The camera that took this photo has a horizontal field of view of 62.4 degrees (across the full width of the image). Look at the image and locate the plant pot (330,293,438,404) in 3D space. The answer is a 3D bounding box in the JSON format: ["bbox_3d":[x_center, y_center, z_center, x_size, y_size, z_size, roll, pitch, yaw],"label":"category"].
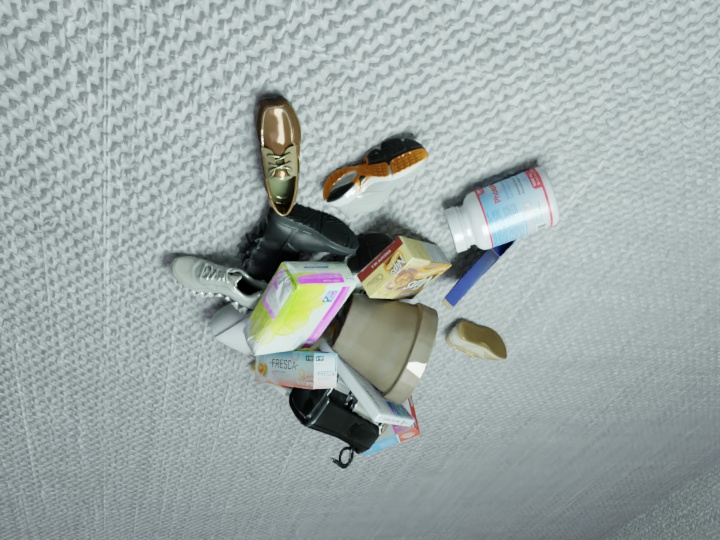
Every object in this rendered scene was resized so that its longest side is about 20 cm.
[{"bbox_3d":[0.038,0.137,1.181,0.169,0.203,0.202,24,131,-7],"label":"plant pot"}]

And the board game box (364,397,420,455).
[{"bbox_3d":[0.054,0.327,1.460,0.149,0.204,0.040,-24,139,15],"label":"board game box"}]

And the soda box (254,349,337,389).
[{"bbox_3d":[-0.132,0.194,1.191,0.196,0.071,0.062,-4,172,45],"label":"soda box"}]

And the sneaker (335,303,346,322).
[{"bbox_3d":[0.032,0.095,1.300,0.128,0.080,0.199,-37,124,12],"label":"sneaker"}]

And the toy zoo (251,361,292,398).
[{"bbox_3d":[-0.173,0.265,1.383,0.196,0.021,0.132,3,143,47],"label":"toy zoo"}]

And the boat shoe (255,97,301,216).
[{"bbox_3d":[-0.126,-0.176,0.959,0.073,0.075,0.204,-7,138,-6],"label":"boat shoe"}]

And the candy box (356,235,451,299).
[{"bbox_3d":[0.089,-0.001,1.152,0.115,0.056,0.198,-41,160,21],"label":"candy box"}]

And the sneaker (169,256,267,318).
[{"bbox_3d":[-0.258,0.017,1.104,0.194,0.077,0.081,21,151,-7],"label":"sneaker"}]

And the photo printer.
[{"bbox_3d":[-0.188,0.099,1.240,0.196,0.071,0.166,-30,143,18],"label":"photo printer"}]

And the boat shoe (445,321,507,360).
[{"bbox_3d":[0.284,0.179,1.465,0.197,0.076,0.068,27,138,-35],"label":"boat shoe"}]

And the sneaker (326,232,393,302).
[{"bbox_3d":[0.000,0.000,1.202,0.197,0.078,0.115,-29,149,21],"label":"sneaker"}]

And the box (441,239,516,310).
[{"bbox_3d":[0.250,-0.014,1.211,0.032,0.121,0.201,43,126,6],"label":"box"}]

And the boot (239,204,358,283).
[{"bbox_3d":[-0.120,-0.036,1.116,0.193,0.075,0.164,20,128,-23],"label":"boot"}]

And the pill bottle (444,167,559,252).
[{"bbox_3d":[0.260,-0.107,1.108,0.194,0.111,0.110,-20,139,8],"label":"pill bottle"}]

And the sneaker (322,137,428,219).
[{"bbox_3d":[0.034,-0.155,1.035,0.195,0.078,0.092,-21,146,21],"label":"sneaker"}]

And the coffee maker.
[{"bbox_3d":[-0.051,0.310,1.275,0.132,0.198,0.198,2,156,47],"label":"coffee maker"}]

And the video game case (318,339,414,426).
[{"bbox_3d":[0.014,0.235,1.228,0.024,0.200,0.181,-46,149,7],"label":"video game case"}]

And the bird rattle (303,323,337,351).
[{"bbox_3d":[-0.071,0.195,1.336,0.161,0.114,0.200,-34,129,16],"label":"bird rattle"}]

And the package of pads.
[{"bbox_3d":[-0.118,0.071,1.103,0.151,0.069,0.202,-2,138,-43],"label":"package of pads"}]
